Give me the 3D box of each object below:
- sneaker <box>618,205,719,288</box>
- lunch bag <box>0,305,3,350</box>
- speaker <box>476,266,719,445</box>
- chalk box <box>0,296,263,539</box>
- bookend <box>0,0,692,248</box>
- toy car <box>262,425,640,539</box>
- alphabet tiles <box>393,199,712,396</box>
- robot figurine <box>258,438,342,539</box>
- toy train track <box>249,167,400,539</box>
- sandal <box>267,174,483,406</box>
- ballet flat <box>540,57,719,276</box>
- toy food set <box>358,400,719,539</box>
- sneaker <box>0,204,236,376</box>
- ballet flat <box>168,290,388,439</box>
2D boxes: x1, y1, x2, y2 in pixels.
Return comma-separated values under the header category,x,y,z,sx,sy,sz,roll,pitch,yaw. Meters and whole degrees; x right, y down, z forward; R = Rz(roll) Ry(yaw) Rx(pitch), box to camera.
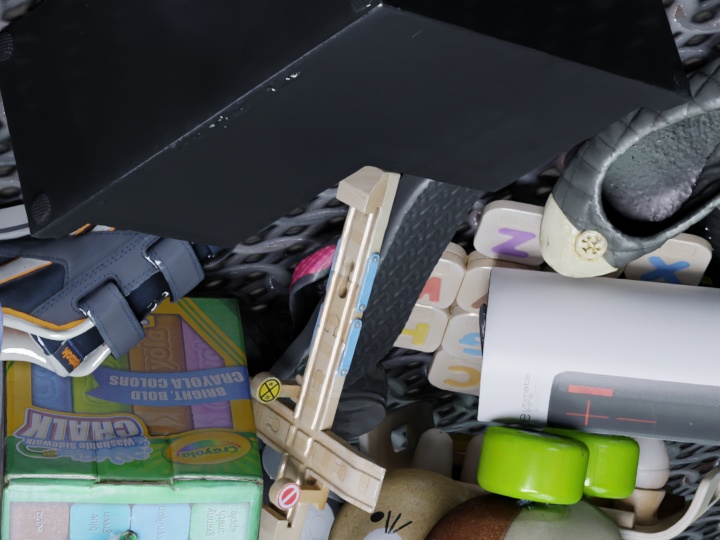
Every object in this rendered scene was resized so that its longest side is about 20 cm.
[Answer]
category,x,y,z,sx,sy,sz,roll,pitch,yaw
sneaker,0.188,0.009,1.425,0.075,0.077,0.200,11,148,23
lunch bag,-0.239,0.017,1.005,0.169,0.201,0.127,8,148,-41
speaker,0.157,0.046,1.308,0.199,0.082,0.081,6,156,3
chalk box,-0.112,0.116,1.237,0.123,0.200,0.125,2,124,-10
bookend,-0.007,-0.083,1.059,0.198,0.093,0.199,-31,154,36
toy car,0.028,0.153,1.360,0.199,0.165,0.158,10,-179,25
alphabet tiles,0.107,0.027,1.376,0.199,0.015,0.196,10,149,-4
robot figurine,-0.093,0.136,1.464,0.124,0.151,0.199,15,-177,44
toy train track,-0.025,0.043,1.252,0.032,0.115,0.201,5,107,-40
sandal,0.000,0.000,1.305,0.075,0.045,0.200,-11,143,-48
ballet flat,0.160,-0.056,1.229,0.066,0.057,0.200,40,122,-22
toy food set,0.111,0.104,1.476,0.199,0.061,0.143,10,-175,15
sneaker,-0.116,0.002,1.201,0.199,0.080,0.078,-18,155,3
ballet flat,-0.063,0.045,1.375,0.066,0.057,0.200,-42,141,23
